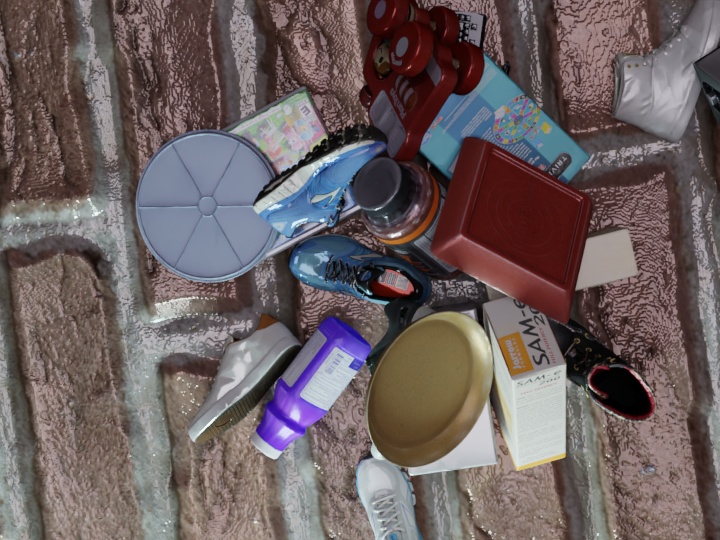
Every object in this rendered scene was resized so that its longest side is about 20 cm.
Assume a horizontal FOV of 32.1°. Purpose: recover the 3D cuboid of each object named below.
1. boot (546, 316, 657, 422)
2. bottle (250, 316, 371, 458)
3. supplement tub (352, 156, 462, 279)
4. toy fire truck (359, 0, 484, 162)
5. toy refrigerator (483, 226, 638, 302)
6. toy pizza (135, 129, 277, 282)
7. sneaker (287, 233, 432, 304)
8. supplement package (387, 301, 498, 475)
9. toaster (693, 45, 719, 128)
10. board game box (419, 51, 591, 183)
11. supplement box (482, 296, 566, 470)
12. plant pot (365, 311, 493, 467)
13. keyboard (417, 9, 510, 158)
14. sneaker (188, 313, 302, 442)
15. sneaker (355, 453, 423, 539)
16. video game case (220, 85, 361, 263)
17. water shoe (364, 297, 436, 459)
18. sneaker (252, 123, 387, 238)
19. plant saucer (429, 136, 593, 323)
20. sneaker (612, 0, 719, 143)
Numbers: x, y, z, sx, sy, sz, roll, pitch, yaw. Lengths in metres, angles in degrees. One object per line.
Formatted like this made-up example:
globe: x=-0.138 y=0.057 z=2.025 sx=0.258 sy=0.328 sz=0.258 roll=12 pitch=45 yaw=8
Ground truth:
boot: x=0.298 y=0.124 z=1.629 sx=0.199 sy=0.151 sz=0.073 roll=39 pitch=94 yaw=-1
bottle: x=-0.071 y=0.160 z=1.681 sx=0.201 sy=0.083 sz=0.065 roll=-53 pitch=49 yaw=5
supplement tub: x=0.070 y=-0.070 z=1.597 sx=0.106 sy=0.199 sz=0.109 roll=-15 pitch=60 yaw=28
toy fire truck: x=0.055 y=-0.256 z=1.612 sx=0.111 sy=0.201 sz=0.169 roll=13 pitch=126 yaw=-35
toy refrigerator: x=0.261 y=0.000 z=1.662 sx=0.197 sy=0.076 sz=0.071 roll=-15 pitch=93 yaw=2
toy pizza: x=-0.202 y=-0.086 z=1.676 sx=0.196 sy=0.032 sz=0.204 roll=0 pitch=95 yaw=4
sneaker: x=0.000 y=0.000 z=1.664 sx=0.197 sy=0.090 sz=0.080 roll=12 pitch=94 yaw=2
supplement package: x=0.109 y=0.153 z=1.653 sx=0.119 sy=0.120 sz=0.204 roll=-8 pitch=93 yaw=5
toaster: x=0.547 y=-0.225 z=1.583 sx=0.198 sy=0.119 sz=0.182 roll=-31 pitch=126 yaw=6
board game box: x=0.180 y=-0.162 z=1.652 sx=0.200 sy=0.047 sz=0.151 roll=42 pitch=95 yaw=-11
supplement box: x=0.210 y=0.142 z=1.594 sx=0.072 sy=0.202 sz=0.127 roll=-14 pitch=49 yaw=-4
plant pot: x=0.080 y=0.142 z=1.529 sx=0.198 sy=0.027 sz=0.203 roll=-14 pitch=115 yaw=-33
keyboard: x=0.143 y=-0.243 z=1.679 sx=0.125 sy=0.021 sz=0.204 roll=8 pitch=95 yaw=1
sneaker: x=-0.170 y=0.143 z=1.700 sx=0.200 sy=0.073 sz=0.085 roll=-46 pitch=67 yaw=5
sneaker: x=0.047 y=0.345 z=1.686 sx=0.074 sy=0.087 sz=0.203 roll=-21 pitch=91 yaw=5
video game case: x=-0.121 y=-0.122 z=1.696 sx=0.198 sy=0.022 sz=0.184 roll=-27 pitch=92 yaw=3
water shoe: x=0.043 y=0.135 z=1.575 sx=0.078 sy=0.071 sz=0.203 roll=23 pitch=99 yaw=32
sneaker: x=-0.041 y=-0.112 z=1.614 sx=0.199 sy=0.079 sz=0.089 roll=-33 pitch=109 yaw=22
plant saucer: x=0.200 y=-0.061 z=1.566 sx=0.198 sy=0.037 sz=0.202 roll=26 pitch=54 yaw=-9
sneaker: x=0.396 y=-0.281 z=1.641 sx=0.114 sy=0.074 sz=0.203 roll=18 pitch=95 yaw=-2
